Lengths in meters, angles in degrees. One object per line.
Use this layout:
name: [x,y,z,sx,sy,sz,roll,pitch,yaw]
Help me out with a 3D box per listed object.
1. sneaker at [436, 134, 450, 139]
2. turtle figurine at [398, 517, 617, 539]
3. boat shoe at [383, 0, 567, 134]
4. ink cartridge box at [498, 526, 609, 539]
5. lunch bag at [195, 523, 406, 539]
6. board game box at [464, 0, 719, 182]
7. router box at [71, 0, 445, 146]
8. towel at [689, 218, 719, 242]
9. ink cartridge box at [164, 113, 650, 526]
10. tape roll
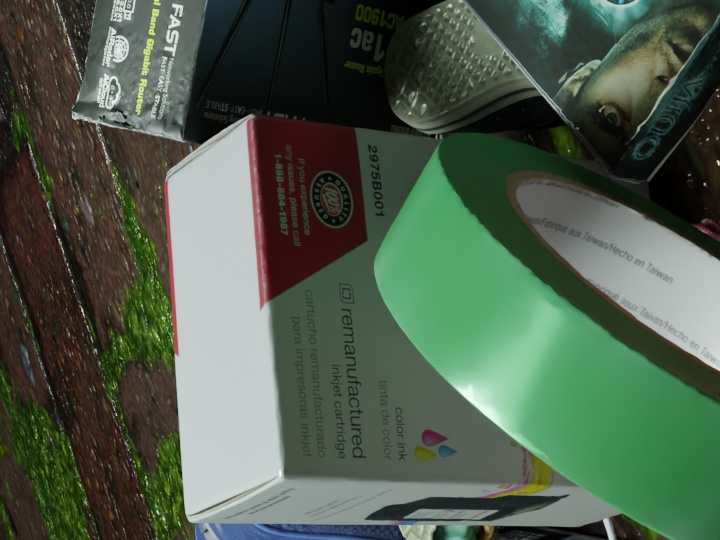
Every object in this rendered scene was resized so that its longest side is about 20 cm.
sneaker: [-0.041,-0.094,1.027,0.199,0.086,0.080,35,155,12]
turtle figurine: [0.062,0.092,0.966,0.150,0.100,0.202,135,138,-61]
boat shoe: [0.093,-0.097,0.840,0.199,0.062,0.075,-14,77,50]
ink cartridge box: [0.134,0.234,1.015,0.197,0.047,0.202,-6,97,67]
lunch bag: [-0.019,0.070,1.098,0.132,0.135,0.202,130,149,-63]
board game box: [0.086,-0.148,0.771,0.136,0.028,0.200,-57,47,26]
router box: [-0.029,-0.125,0.885,0.062,0.199,0.151,14,96,33]
towel: [0.183,0.087,0.807,0.200,0.030,0.147,52,151,43]
ink cartridge box: [0.028,0.025,0.828,0.083,0.199,0.147,-29,62,53]
tape roll: [0.101,0.026,0.692,0.048,0.199,0.201,-59,42,18]
